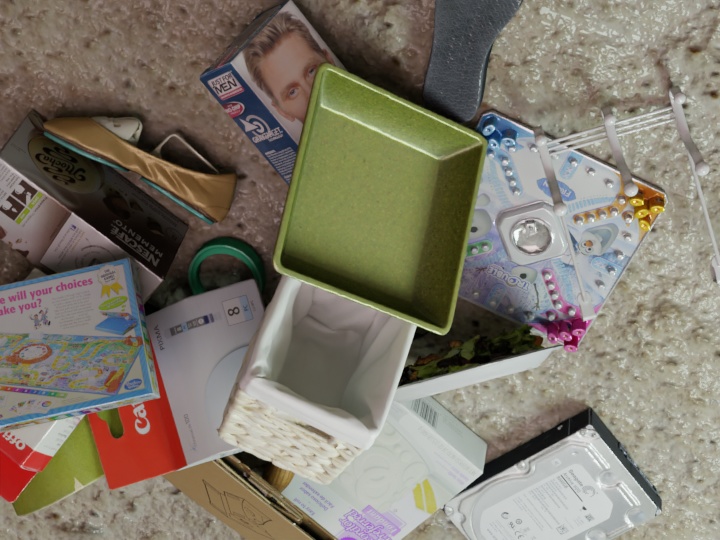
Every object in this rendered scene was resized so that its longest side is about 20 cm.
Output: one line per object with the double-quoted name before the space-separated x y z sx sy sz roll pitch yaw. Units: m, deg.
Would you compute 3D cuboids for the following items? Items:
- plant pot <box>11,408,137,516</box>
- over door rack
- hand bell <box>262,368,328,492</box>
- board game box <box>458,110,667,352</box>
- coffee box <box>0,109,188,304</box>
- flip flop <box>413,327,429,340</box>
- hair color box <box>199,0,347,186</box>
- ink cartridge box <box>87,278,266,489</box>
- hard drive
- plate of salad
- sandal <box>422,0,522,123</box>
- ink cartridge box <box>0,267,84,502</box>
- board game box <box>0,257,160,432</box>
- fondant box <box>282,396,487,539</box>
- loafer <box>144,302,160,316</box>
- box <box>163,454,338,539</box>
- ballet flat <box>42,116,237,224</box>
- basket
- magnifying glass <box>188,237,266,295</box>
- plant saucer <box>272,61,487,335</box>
"plant pot" -0.326 0.121 1.747 0.187 0.187 0.200 -28 95 22
"over door rack" 0.256 -0.056 1.571 0.148 0.067 0.200 -15 105 6
"hand bell" -0.064 0.158 1.740 0.104 0.104 0.200 23 115 -4
"board game box" 0.169 -0.033 1.652 0.200 0.026 0.200 24 120 -6
"coffee box" -0.281 -0.051 1.662 0.200 0.113 0.080 38 118 -12
"flip flop" 0.000 0.000 1.683 0.200 0.058 0.081 35 132 -29
"hair color box" -0.047 -0.142 1.574 0.200 0.100 0.060 50 148 -18
"ink cartridge box" -0.175 0.112 1.664 0.200 0.047 0.160 -16 80 -8
"hard drive" 0.203 0.248 1.800 0.200 0.038 0.140 -31 111 22
"plate of salad" 0.101 0.091 1.653 0.200 0.200 0.048 -15 86 17
"sandal" 0.101 -0.229 1.548 0.076 0.043 0.200 23 130 4
"ink cartridge box" -0.327 0.114 1.634 0.116 0.067 0.200 36 84 11
"board game box" -0.300 0.075 1.587 0.200 0.034 0.135 -12 78 3
"fondant box" 0.016 0.214 1.798 0.144 0.058 0.200 40 119 -13
"loafer" -0.193 0.076 1.730 0.200 0.073 0.072 37 139 -7
"box" -0.124 0.248 1.789 0.163 0.021 0.200 40 158 -13
"ballet flat" -0.213 -0.116 1.654 0.200 0.069 0.063 28 92 -10
"basket" -0.037 0.084 1.578 0.135 0.200 0.123 25 141 -6
"magnifying glass" -0.138 0.057 1.753 0.079 0.022 0.200 6 122 9
"plant saucer" 0.010 -0.061 1.535 0.200 0.200 0.048 22 162 -31
